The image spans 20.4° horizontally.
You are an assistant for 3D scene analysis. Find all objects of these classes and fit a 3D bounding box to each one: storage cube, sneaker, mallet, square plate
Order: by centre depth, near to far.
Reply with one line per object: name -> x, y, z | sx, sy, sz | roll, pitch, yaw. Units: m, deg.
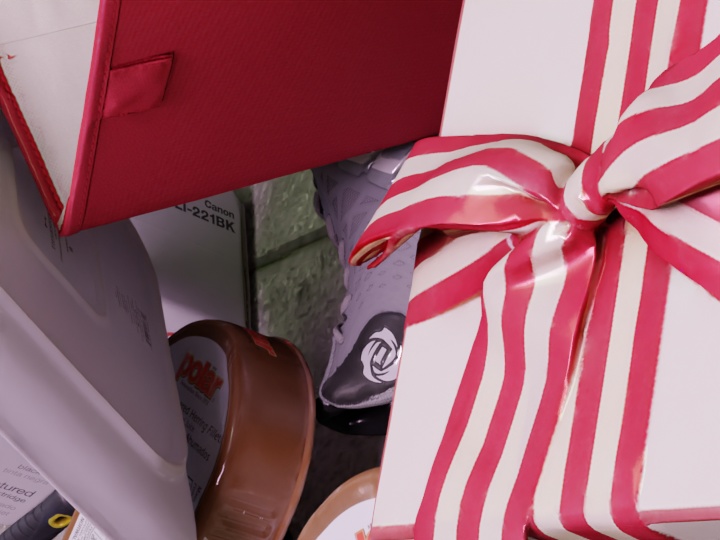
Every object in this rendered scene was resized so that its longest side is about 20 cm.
storage cube -> -0.040, -0.144, 0.670 | 0.171, 0.179, 0.200 | 62, 154, 25
square plate -> -0.117, -0.009, 0.707 | 0.028, 0.198, 0.200 | -29, 39, 10
sneaker -> 0.000, 0.000, 0.776 | 0.200, 0.075, 0.116 | 37, 102, 54
mallet -> -0.187, 0.140, 0.917 | 0.200, 0.066, 0.041 | -47, 33, 45

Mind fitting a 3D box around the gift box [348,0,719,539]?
gift box -> 0.117, 0.018, 0.507 | 0.184, 0.186, 0.201 | -19, 54, 47

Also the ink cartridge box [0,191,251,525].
ink cartridge box -> -0.165, 0.023, 0.917 | 0.200, 0.144, 0.084 | -39, 44, 34

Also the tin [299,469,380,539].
tin -> 0.037, 0.152, 0.594 | 0.112, 0.042, 0.200 | -37, 64, 38

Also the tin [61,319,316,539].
tin -> -0.080, 0.114, 0.771 | 0.112, 0.042, 0.200 | 29, 96, 57

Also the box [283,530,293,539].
box -> -0.073, 0.164, 0.806 | 0.144, 0.036, 0.200 | -55, 37, 16
